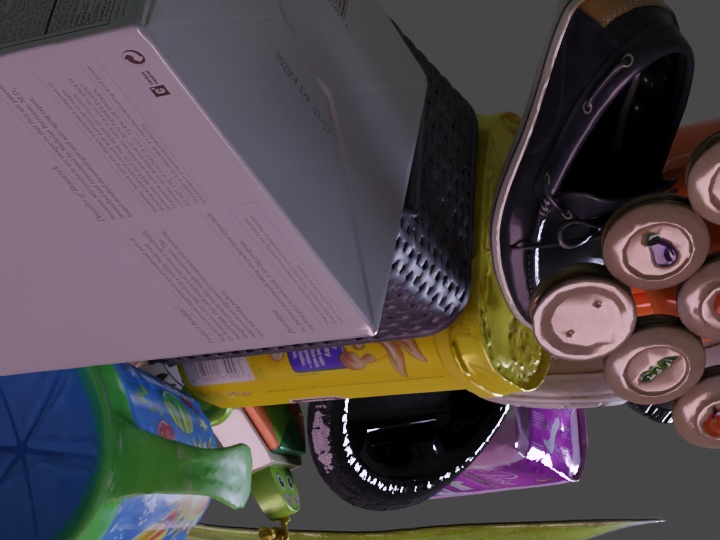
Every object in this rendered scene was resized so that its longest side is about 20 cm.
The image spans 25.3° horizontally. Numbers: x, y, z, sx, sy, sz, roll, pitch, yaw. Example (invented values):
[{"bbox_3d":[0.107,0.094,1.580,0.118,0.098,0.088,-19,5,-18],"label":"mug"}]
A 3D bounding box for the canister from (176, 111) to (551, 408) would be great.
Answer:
[{"bbox_3d":[0.000,0.000,0.889,0.200,0.149,0.087,-7,157,32],"label":"canister"}]

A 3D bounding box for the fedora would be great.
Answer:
[{"bbox_3d":[0.017,0.063,1.072,0.091,0.201,0.200,25,176,41],"label":"fedora"}]

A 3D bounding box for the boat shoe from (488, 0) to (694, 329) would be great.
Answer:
[{"bbox_3d":[0.110,-0.042,0.757,0.074,0.062,0.200,-14,135,-27],"label":"boat shoe"}]

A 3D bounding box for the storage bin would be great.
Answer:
[{"bbox_3d":[-0.050,-0.037,0.815,0.199,0.136,0.094,-7,155,26],"label":"storage bin"}]

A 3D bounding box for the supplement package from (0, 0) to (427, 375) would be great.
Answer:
[{"bbox_3d":[-0.108,-0.072,0.675,0.199,0.147,0.191,-7,141,26],"label":"supplement package"}]

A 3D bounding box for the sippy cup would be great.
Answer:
[{"bbox_3d":[-0.148,0.103,0.873,0.178,0.140,0.130,43,-168,30],"label":"sippy cup"}]

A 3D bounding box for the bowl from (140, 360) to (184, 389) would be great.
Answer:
[{"bbox_3d":[-0.190,0.069,1.140,0.200,0.095,0.201,-2,172,0],"label":"bowl"}]

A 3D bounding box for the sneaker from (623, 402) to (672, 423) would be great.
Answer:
[{"bbox_3d":[0.138,0.041,1.067,0.200,0.076,0.091,37,168,-36],"label":"sneaker"}]

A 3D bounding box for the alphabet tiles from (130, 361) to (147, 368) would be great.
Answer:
[{"bbox_3d":[-0.196,0.099,1.019,0.195,0.200,0.015,27,-166,22],"label":"alphabet tiles"}]

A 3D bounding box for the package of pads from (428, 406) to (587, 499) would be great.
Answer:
[{"bbox_3d":[0.074,0.140,1.321,0.200,0.076,0.120,-11,157,33],"label":"package of pads"}]

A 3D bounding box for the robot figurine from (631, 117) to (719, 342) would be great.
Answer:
[{"bbox_3d":[0.216,-0.027,0.822,0.200,0.117,0.144,-11,120,30],"label":"robot figurine"}]

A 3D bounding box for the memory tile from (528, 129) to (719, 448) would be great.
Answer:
[{"bbox_3d":[0.190,-0.001,0.742,0.153,0.017,0.200,35,119,-24],"label":"memory tile"}]

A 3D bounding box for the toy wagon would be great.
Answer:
[{"bbox_3d":[-0.074,0.077,1.018,0.039,0.200,0.155,-25,165,9],"label":"toy wagon"}]

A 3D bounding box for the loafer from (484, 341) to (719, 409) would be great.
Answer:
[{"bbox_3d":[0.164,0.044,0.980,0.199,0.070,0.070,-7,-177,-10],"label":"loafer"}]
